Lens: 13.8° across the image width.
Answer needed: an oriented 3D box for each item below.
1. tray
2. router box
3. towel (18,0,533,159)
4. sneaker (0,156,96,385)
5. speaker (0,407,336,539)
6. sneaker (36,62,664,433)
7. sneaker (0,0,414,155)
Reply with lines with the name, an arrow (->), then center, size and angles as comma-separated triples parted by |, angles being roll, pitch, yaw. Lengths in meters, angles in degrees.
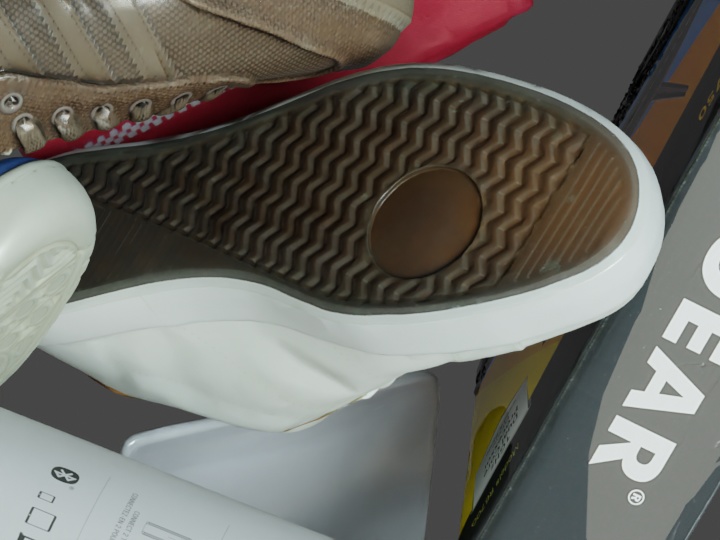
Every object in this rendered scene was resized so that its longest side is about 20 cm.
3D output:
tray -> -0.034, 0.124, 0.872 | 0.107, 0.022, 0.200 | -11, 119, -31
router box -> 0.093, -0.021, 0.768 | 0.051, 0.149, 0.200 | 26, 108, -5
towel -> -0.057, -0.117, 0.767 | 0.144, 0.022, 0.200 | -27, 116, 4
sneaker -> -0.162, 0.012, 0.752 | 0.200, 0.077, 0.111 | -43, 76, 25
speaker -> -0.019, 0.102, 0.725 | 0.200, 0.081, 0.081 | 21, 111, 3
sneaker -> 0.000, 0.000, 0.752 | 0.200, 0.073, 0.085 | -2, 150, 37
sneaker -> -0.083, -0.059, 0.718 | 0.200, 0.070, 0.076 | 9, 98, -29
